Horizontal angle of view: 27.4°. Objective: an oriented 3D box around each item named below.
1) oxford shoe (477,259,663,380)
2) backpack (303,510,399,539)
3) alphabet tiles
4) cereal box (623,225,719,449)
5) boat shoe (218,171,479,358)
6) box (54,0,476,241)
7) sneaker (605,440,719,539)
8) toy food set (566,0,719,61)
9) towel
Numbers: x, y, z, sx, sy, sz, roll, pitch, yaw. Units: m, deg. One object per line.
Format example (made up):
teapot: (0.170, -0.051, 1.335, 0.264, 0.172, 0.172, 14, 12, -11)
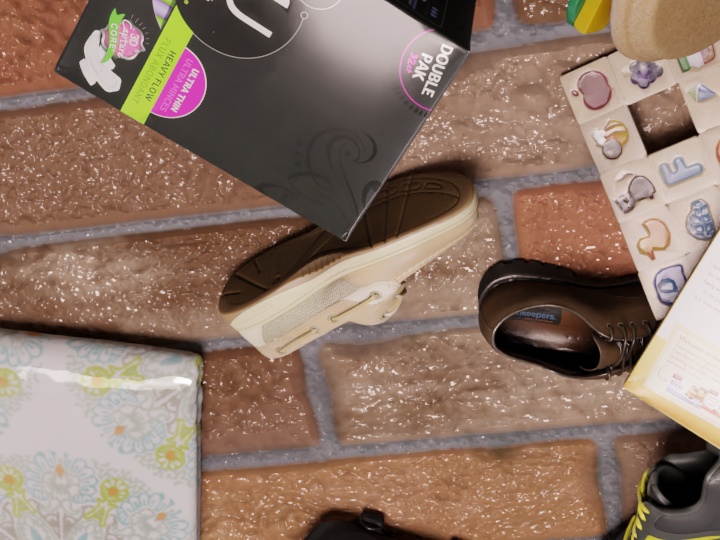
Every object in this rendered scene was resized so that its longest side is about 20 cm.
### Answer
oxford shoe: (0.176, 0.045, 0.971, 0.198, 0.085, 0.073, 1, 117, 5)
backpack: (0.009, 0.310, 1.108, 0.176, 0.151, 0.201, 17, 124, -4)
alphabet tiles: (0.235, -0.059, 0.905, 0.166, 0.008, 0.202, -22, 93, 21)
cereal box: (0.269, 0.023, 0.884, 0.143, 0.039, 0.201, 33, 108, 10)
boat shoe: (0.000, 0.000, 0.980, 0.199, 0.072, 0.065, -27, 121, 23)
box: (-0.050, -0.145, 0.872, 0.199, 0.125, 0.149, 30, 120, -10)
sneaker: (0.217, 0.165, 1.016, 0.084, 0.075, 0.200, 32, 137, -16)
toy food set: (0.200, -0.198, 0.792, 0.049, 0.197, 0.201, 46, 133, 23)
towel: (-0.201, 0.138, 1.094, 0.169, 0.048, 0.202, 5, 119, 1)
